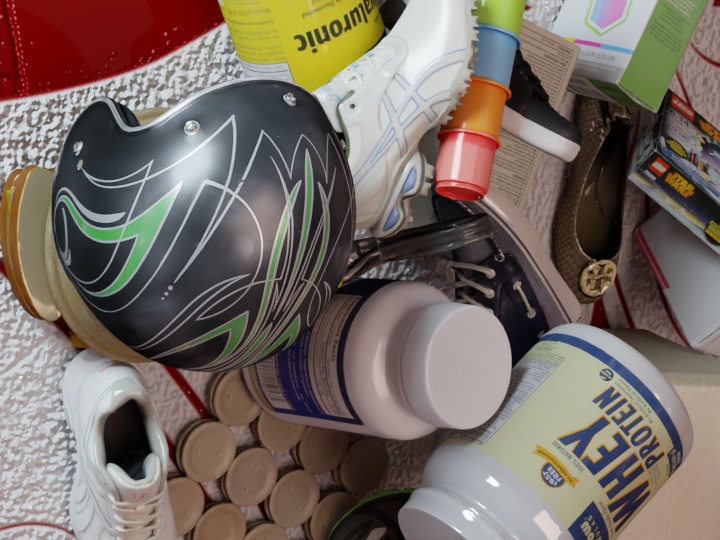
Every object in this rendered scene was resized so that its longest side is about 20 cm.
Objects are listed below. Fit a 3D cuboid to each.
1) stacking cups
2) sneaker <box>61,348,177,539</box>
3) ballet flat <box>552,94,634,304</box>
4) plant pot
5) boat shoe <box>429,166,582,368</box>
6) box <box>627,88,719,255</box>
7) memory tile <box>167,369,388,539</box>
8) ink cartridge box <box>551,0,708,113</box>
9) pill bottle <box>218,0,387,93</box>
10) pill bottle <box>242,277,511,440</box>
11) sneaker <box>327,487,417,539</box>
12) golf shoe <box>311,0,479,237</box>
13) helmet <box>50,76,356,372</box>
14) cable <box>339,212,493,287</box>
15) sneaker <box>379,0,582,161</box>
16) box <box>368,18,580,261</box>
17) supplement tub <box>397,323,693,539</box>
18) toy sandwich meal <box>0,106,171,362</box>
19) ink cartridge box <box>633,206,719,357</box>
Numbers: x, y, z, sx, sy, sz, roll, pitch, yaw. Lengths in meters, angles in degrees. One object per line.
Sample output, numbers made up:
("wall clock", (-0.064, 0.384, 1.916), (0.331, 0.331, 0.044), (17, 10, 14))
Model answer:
("stacking cups", (0.088, -0.150, 1.385), (0.060, 0.060, 0.201), (18, 78, -39))
("sneaker", (-0.173, 0.160, 1.398), (0.078, 0.099, 0.201), (-16, 110, -17))
("ballet flat", (0.210, -0.066, 1.659), (0.067, 0.046, 0.201), (-4, 105, -35))
("plant pot", (0.196, 0.155, 1.631), (0.176, 0.200, 0.201), (10, 97, -26))
("boat shoe", (0.097, 0.011, 1.478), (0.093, 0.075, 0.200), (-53, 126, -18))
("box", (0.323, -0.059, 1.646), (0.200, 0.137, 0.040), (39, 119, -9))
("memory tile", (-0.074, 0.173, 1.534), (0.200, 0.017, 0.154), (34, 82, -39))
("ink cartridge box", (0.237, -0.240, 1.593), (0.059, 0.104, 0.201), (29, 85, -39))
("pill bottle", (-0.037, -0.171, 1.403), (0.111, 0.111, 0.201), (-34, 121, -25))
("pill bottle", (0.013, 0.065, 1.441), (0.119, 0.199, 0.120), (-3, 95, -42))
("sneaker", (0.058, 0.224, 1.527), (0.084, 0.199, 0.077), (-59, 135, -54))
("golf shoe", (0.017, -0.126, 1.341), (0.097, 0.078, 0.201), (16, 96, -29))
("helmet", (-0.097, -0.032, 1.262), (0.199, 0.190, 0.201), (-11, 107, -40))
("cable", (0.000, 0.000, 1.420), (0.199, 0.097, 0.051), (-11, 91, -7))
("sneaker", (0.104, -0.175, 1.442), (0.112, 0.200, 0.073), (-57, 157, 6))
("box", (0.092, -0.106, 1.539), (0.095, 0.078, 0.201), (21, 90, -38))
("supplement tub", (0.138, 0.153, 1.431), (0.200, 0.145, 0.145), (-45, 125, -22))
("toy sandwich meal", (-0.166, -0.025, 1.381), (0.205, 0.070, 0.206), (-11, 106, -40))
("ink cartridge box", (0.363, 0.017, 1.726), (0.199, 0.146, 0.085), (20, 126, -40))
